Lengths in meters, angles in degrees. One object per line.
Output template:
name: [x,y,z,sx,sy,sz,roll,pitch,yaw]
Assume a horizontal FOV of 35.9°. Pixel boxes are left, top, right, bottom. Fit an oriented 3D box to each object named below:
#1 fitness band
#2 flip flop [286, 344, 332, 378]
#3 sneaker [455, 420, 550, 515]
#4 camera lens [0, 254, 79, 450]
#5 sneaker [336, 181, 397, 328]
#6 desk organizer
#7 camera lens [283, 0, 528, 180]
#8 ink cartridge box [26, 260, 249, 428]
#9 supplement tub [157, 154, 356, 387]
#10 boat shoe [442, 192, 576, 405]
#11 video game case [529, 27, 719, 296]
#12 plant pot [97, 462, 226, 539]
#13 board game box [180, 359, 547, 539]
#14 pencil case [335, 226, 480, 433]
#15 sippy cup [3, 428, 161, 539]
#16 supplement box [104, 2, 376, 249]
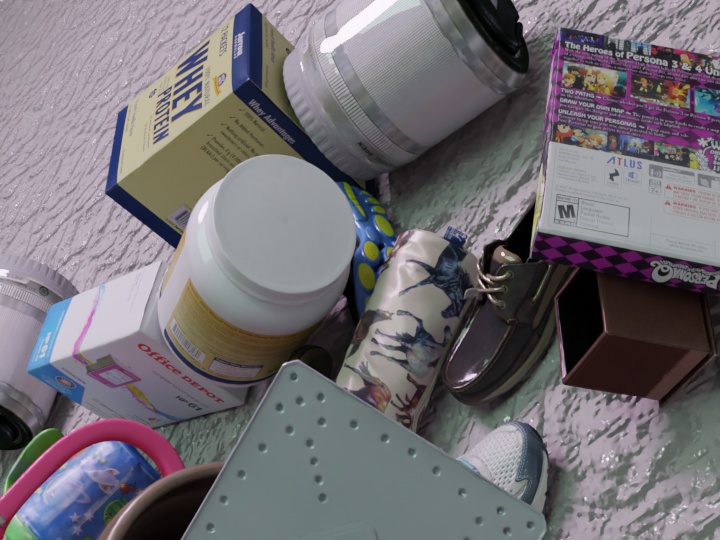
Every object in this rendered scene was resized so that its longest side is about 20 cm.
fitness band: [-0.236,0.221,0.963,0.200,0.144,0.037,-47,2,-30]
flip flop: [-0.045,0.118,0.910,0.200,0.057,0.082,-52,-22,-80]
sneaker: [0.048,0.180,0.759,0.201,0.086,0.078,-50,34,3]
camera lens: [-0.438,0.104,1.351,0.158,0.160,0.203,-19,45,39]
sneaker: [0.000,0.000,1.023,0.083,0.070,0.201,-60,30,27]
desk organizer: [0.177,-0.018,0.759,0.072,0.076,0.203,117,159,-52]
camera lens: [0.046,-0.199,1.044,0.199,0.160,0.162,-32,37,26]
ink cartridge box: [-0.217,0.083,1.118,0.198,0.144,0.086,-20,44,39]
supplement tub: [-0.091,0.003,0.958,0.200,0.142,0.146,130,161,-58]
boat shoe: [0.119,0.007,0.851,0.201,0.073,0.074,-56,33,-7]
video game case: [0.216,-0.070,0.727,0.036,0.196,0.184,98,-177,-56]
plant pot: [-0.130,0.263,0.829,0.174,0.198,0.203,-37,31,50]
board game box: [-0.012,0.193,0.717,0.202,0.198,0.026,-59,0,2]
pencil case: [0.036,0.064,0.891,0.088,0.078,0.202,12,66,30]
sippy cup: [-0.253,0.226,1.051,0.130,0.178,0.140,-44,3,-11]
supplement box: [-0.119,-0.118,1.142,0.198,0.200,0.136,-32,38,24]
